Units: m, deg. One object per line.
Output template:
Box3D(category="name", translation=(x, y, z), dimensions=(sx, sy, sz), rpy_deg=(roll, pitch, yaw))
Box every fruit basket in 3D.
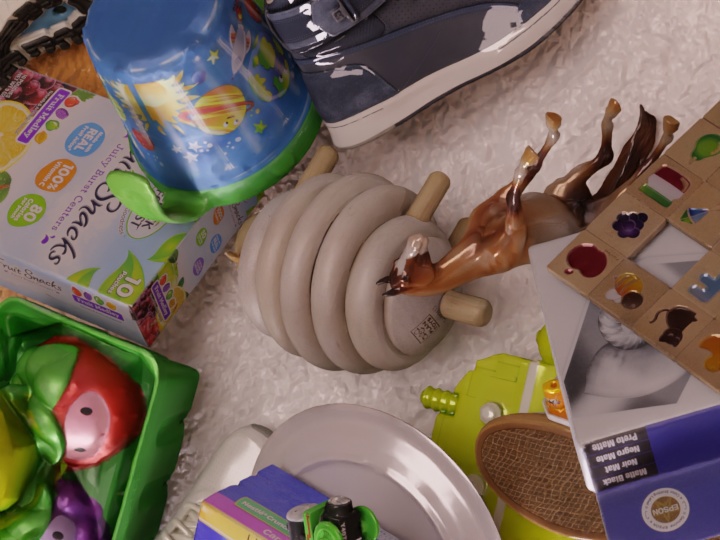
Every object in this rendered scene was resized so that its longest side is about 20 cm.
Box3D(category="fruit basket", translation=(-0.218, 0.125, 1.546), dimensions=(0.155, 0.215, 0.217), rpy_deg=(21, 92, 27))

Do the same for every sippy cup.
Box3D(category="sippy cup", translation=(-0.106, -0.130, 1.528), dimensions=(0.139, 0.130, 0.179), rpy_deg=(-23, 54, 10))

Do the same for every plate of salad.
Box3D(category="plate of salad", translation=(0.014, 0.173, 1.495), dimensions=(0.199, 0.048, 0.201), rpy_deg=(16, 117, 33))

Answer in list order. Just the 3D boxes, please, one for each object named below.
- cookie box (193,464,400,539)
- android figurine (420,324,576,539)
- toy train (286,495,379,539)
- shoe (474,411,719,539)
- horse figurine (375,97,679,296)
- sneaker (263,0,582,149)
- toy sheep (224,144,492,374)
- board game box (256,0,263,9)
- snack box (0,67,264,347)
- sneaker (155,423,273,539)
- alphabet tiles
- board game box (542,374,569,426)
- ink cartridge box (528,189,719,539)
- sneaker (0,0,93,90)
Box3D(category="cookie box", translation=(-0.030, 0.248, 1.475), dimensions=(0.171, 0.075, 0.201), rpy_deg=(28, 120, 27))
Box3D(category="android figurine", translation=(0.121, 0.121, 1.480), dimensions=(0.199, 0.041, 0.183), rpy_deg=(15, 90, 26))
Box3D(category="toy train", translation=(-0.010, 0.222, 1.381), dimensions=(0.056, 0.042, 0.201), rpy_deg=(6, 109, 44))
Box3D(category="shoe", translation=(0.162, 0.125, 1.417), dimensions=(0.199, 0.053, 0.070), rpy_deg=(14, 108, 26))
Box3D(category="horse figurine", translation=(0.113, -0.041, 1.439), dimensions=(0.050, 0.199, 0.133), rpy_deg=(47, 129, 24))
Box3D(category="sneaker", translation=(0.036, -0.185, 1.496), dimensions=(0.202, 0.077, 0.147), rpy_deg=(-31, 110, 3))
Box3D(category="toy sheep", translation=(0.000, 0.000, 1.508), dimensions=(0.199, 0.138, 0.139), rpy_deg=(13, 88, 40))
Box3D(category="board game box", translation=(0.030, -0.223, 1.580), dimensions=(0.135, 0.028, 0.200), rpy_deg=(38, 100, 26))
Box3D(category="snack box", translation=(-0.185, -0.046, 1.614), dimensions=(0.199, 0.053, 0.142), rpy_deg=(21, 61, 27))
Box3D(category="sneaker", translation=(-0.107, 0.192, 1.561), dimensions=(0.070, 0.080, 0.201), rpy_deg=(28, 94, 29))
Box3D(category="alphabet tiles", translation=(0.230, -0.005, 1.346), dimensions=(0.167, 0.008, 0.200), rpy_deg=(-42, 56, -15))
Box3D(category="board game box", translation=(0.231, 0.027, 1.396), dimensions=(0.199, 0.026, 0.201), rpy_deg=(18, 64, 28))
Box3D(category="ink cartridge box", translation=(0.207, 0.045, 1.349), dimensions=(0.198, 0.041, 0.201), rpy_deg=(-17, 53, 5))
Box3D(category="sneaker", translation=(-0.263, -0.181, 1.709), dimensions=(0.199, 0.078, 0.090), rpy_deg=(-23, 54, 18))
